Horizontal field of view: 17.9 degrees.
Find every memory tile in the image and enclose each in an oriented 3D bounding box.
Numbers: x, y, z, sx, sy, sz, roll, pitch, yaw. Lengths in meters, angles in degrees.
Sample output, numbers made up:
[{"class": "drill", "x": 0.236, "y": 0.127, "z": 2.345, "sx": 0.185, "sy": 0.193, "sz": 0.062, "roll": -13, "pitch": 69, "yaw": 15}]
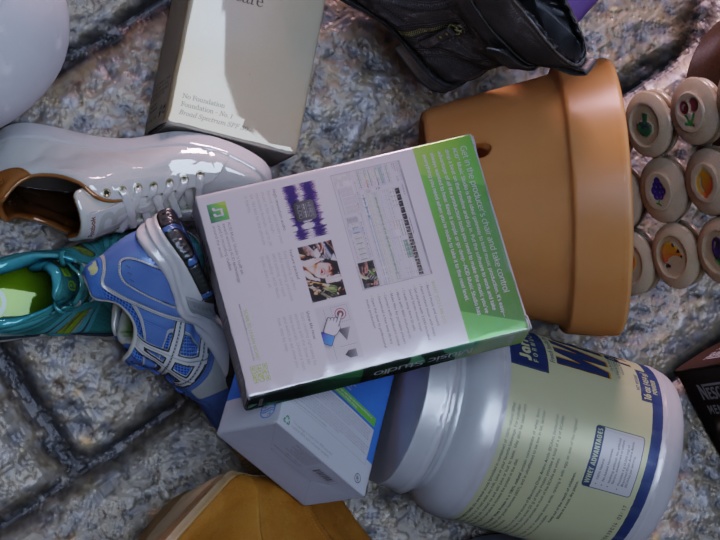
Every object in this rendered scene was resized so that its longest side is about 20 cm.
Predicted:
[{"class": "memory tile", "x": 0.240, "y": -0.063, "z": 1.678, "sx": 0.017, "sy": 0.199, "sz": 0.155, "roll": -11, "pitch": 90, "yaw": -36}]

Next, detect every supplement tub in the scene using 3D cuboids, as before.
[{"class": "supplement tub", "x": 0.117, "y": 0.118, "z": 1.645, "sx": 0.198, "sy": 0.145, "sz": 0.146, "roll": 16, "pitch": 80, "yaw": -16}]

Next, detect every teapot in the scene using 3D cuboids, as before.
[{"class": "teapot", "x": -0.296, "y": -0.160, "z": 1.499, "sx": 0.196, "sy": 0.201, "sz": 0.146, "roll": 22, "pitch": 45, "yaw": 23}]

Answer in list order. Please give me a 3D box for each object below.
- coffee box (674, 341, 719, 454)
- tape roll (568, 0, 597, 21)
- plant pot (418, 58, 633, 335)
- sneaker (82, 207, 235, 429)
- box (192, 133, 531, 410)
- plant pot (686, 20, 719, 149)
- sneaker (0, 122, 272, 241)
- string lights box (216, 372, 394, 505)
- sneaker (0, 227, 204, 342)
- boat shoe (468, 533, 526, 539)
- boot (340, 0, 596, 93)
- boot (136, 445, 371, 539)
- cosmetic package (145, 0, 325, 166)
[{"class": "coffee box", "x": 0.337, "y": 0.141, "z": 1.733, "sx": 0.079, "sy": 0.113, "sz": 0.201, "roll": -29, "pitch": 93, "yaw": -19}, {"class": "tape roll", "x": 0.088, "y": -0.250, "z": 1.644, "sx": 0.200, "sy": 0.200, "sz": 0.085, "roll": 45, "pitch": 74, "yaw": -9}, {"class": "plant pot", "x": 0.115, "y": -0.050, "z": 1.650, "sx": 0.139, "sy": 0.200, "sz": 0.202, "roll": -3, "pitch": 85, "yaw": -1}, {"class": "sneaker", "x": -0.129, "y": 0.042, "z": 1.580, "sx": 0.077, "sy": 0.076, "sz": 0.201, "roll": -25, "pitch": 131, "yaw": -2}, {"class": "box", "x": 0.000, "y": 0.000, "z": 1.526, "sx": 0.198, "sy": 0.036, "sz": 0.146, "roll": -13, "pitch": 74, "yaw": -9}, {"class": "plant pot", "x": 0.354, "y": -0.144, "z": 1.723, "sx": 0.198, "sy": 0.198, "sz": 0.202, "roll": 2, "pitch": 84, "yaw": -17}, {"class": "sneaker", "x": -0.161, "y": -0.048, "z": 1.590, "sx": 0.198, "sy": 0.073, "sz": 0.085, "roll": 3, "pitch": 43, "yaw": -5}, {"class": "string lights box", "x": -0.024, "y": 0.050, "z": 1.598, "sx": 0.103, "sy": 0.059, "sz": 0.201, "roll": 43, "pitch": 48, "yaw": -37}, {"class": "sneaker", "x": -0.199, "y": 0.014, "z": 1.586, "sx": 0.198, "sy": 0.080, "sz": 0.078, "roll": -13, "pitch": 88, "yaw": -20}, {"class": "boat shoe", "x": 0.072, "y": 0.242, "z": 1.615, "sx": 0.069, "sy": 0.200, "sz": 0.067, "roll": -1, "pitch": 99, "yaw": 20}, {"class": "boot", "x": 0.062, "y": -0.205, "z": 1.581, "sx": 0.200, "sy": 0.174, "sz": 0.069, "roll": 45, "pitch": 67, "yaw": -18}, {"class": "boot", "x": -0.068, "y": 0.201, "z": 1.584, "sx": 0.145, "sy": 0.071, "sz": 0.201, "roll": 54, "pitch": 42, "yaw": -9}, {"class": "cosmetic package", "x": -0.083, "y": -0.186, "z": 1.649, "sx": 0.103, "sy": 0.073, "sz": 0.202, "roll": 12, "pitch": 82, "yaw": -17}]
